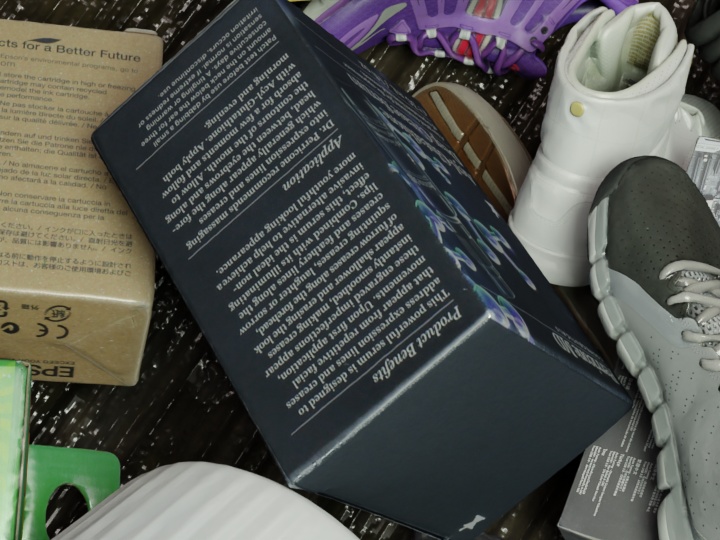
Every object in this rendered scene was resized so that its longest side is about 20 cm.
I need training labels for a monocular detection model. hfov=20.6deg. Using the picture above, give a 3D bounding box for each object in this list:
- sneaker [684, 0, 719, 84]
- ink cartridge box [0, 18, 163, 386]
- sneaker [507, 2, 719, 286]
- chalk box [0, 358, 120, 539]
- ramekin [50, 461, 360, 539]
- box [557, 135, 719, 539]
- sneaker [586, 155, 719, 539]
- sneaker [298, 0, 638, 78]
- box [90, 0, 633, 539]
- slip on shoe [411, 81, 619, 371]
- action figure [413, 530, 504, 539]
[{"bbox_3d":[0.225,-0.119,0.995,0.099,0.071,0.200,59,31,-2],"label":"sneaker"},{"bbox_3d":[-0.195,-0.038,0.914,0.200,0.075,0.165,5,52,-9],"label":"ink cartridge box"},{"bbox_3d":[0.142,-0.077,0.953,0.074,0.116,0.200,25,31,20],"label":"sneaker"},{"bbox_3d":[-0.206,0.105,0.877,0.200,0.124,0.125,3,76,-10],"label":"chalk box"},{"bbox_3d":[-0.056,0.172,0.784,0.200,0.200,0.098,46,50,2],"label":"ramekin"},{"bbox_3d":[0.159,0.059,0.941,0.050,0.158,0.200,16,71,21],"label":"box"},{"bbox_3d":[0.162,0.036,0.798,0.075,0.115,0.200,-8,78,-28],"label":"sneaker"},{"bbox_3d":[0.057,-0.132,1.013,0.200,0.081,0.084,-16,87,-14],"label":"sneaker"},{"bbox_3d":[0.000,0.000,0.850,0.107,0.148,0.200,-40,59,12],"label":"box"},{"bbox_3d":[0.084,-0.005,0.998,0.061,0.076,0.200,-6,59,-56],"label":"slip on shoe"},{"bbox_3d":[0.056,0.170,0.921,0.102,0.119,0.200,-9,68,-32],"label":"action figure"}]
